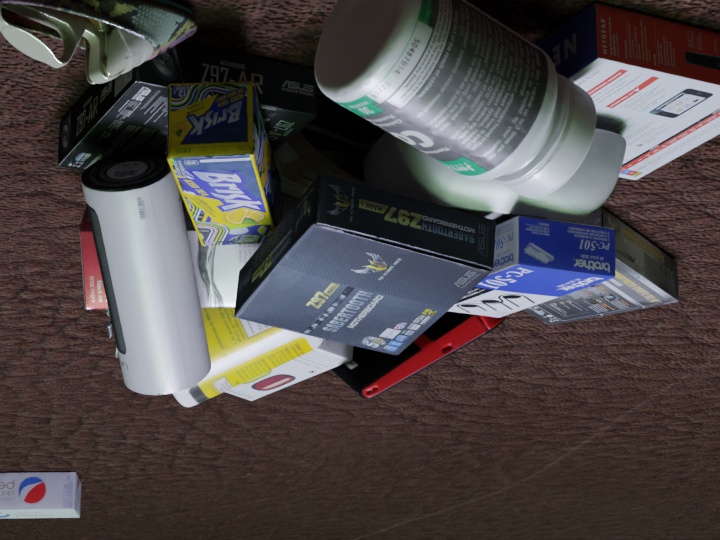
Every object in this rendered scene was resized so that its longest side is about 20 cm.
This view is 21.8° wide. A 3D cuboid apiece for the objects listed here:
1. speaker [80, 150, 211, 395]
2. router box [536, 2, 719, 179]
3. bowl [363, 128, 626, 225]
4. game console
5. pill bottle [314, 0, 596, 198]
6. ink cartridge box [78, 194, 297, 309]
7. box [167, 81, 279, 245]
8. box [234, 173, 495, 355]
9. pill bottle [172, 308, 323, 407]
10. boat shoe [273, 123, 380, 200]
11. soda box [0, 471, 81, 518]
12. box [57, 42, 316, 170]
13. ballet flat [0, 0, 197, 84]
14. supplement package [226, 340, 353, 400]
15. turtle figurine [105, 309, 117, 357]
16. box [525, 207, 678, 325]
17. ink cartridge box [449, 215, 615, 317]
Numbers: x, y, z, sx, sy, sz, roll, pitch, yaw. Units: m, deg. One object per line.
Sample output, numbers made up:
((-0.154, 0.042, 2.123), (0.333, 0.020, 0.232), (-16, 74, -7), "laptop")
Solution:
((-0.180, 0.004, 1.597), (0.081, 0.081, 0.201), (-4, 118, 8), "speaker")
((0.212, -0.142, 1.542), (0.179, 0.049, 0.200), (9, 159, -27), "router box")
((0.108, -0.067, 1.576), (0.199, 0.075, 0.200), (7, 166, -12), "bowl")
((0.054, 0.068, 1.964), (0.177, 0.031, 0.200), (-34, -165, -7), "game console")
((0.074, -0.137, 1.394), (0.200, 0.113, 0.113), (27, 149, -30), "pill bottle")
((-0.147, -0.028, 1.708), (0.199, 0.083, 0.147), (0, -157, 0), "ink cartridge box")
((-0.109, -0.084, 1.520), (0.070, 0.065, 0.200), (-2, 160, 3), "box")
((0.000, 0.000, 1.555), (0.157, 0.051, 0.200), (15, 151, -18), "box")
((-0.105, 0.043, 1.828), (0.199, 0.115, 0.114), (-25, 159, 3), "pill bottle")
((0.008, -0.086, 1.686), (0.200, 0.072, 0.076), (12, 142, -37), "boat shoe")
((-0.550, 0.361, 2.994), (0.199, 0.064, 0.068), (0, 161, -1), "soda box")
((-0.149, -0.127, 1.581), (0.160, 0.044, 0.200), (8, 160, -25), "box")
((-0.211, -0.179, 1.381), (0.200, 0.071, 0.069), (14, 156, -38), "ballet flat")
((-0.103, 0.055, 2.005), (0.113, 0.110, 0.200), (20, 153, -29), "supplement package")
((-0.203, 0.012, 1.911), (0.149, 0.101, 0.200), (-4, 152, -43), "turtle figurine")
((0.224, -0.002, 1.964), (0.158, 0.049, 0.200), (-13, 158, 30), "box")
((0.125, -0.001, 1.592), (0.094, 0.044, 0.200), (7, 166, -23), "ink cartridge box")
